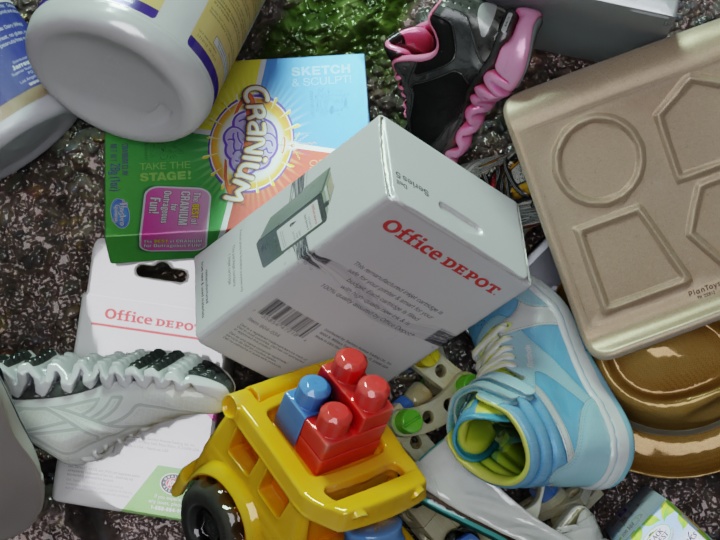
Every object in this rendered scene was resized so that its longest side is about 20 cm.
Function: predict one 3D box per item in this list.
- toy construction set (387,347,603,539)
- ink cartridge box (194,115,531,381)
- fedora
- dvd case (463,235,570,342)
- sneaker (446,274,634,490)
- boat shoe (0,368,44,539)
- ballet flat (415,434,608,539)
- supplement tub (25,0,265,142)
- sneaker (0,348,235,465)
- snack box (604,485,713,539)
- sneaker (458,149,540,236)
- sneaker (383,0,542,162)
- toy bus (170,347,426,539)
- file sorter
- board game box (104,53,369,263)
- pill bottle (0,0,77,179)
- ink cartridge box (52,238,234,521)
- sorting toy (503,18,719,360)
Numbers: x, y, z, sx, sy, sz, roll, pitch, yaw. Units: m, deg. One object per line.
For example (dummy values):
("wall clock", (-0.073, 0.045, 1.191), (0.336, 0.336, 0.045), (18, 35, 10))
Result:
("toy construction set", (0.078, 0.144, 1.637), (0.200, 0.092, 0.131), (43, 64, -3))
("ink cartridge box", (0.000, 0.000, 1.565), (0.200, 0.145, 0.084), (-36, 41, 31))
("fedora", (0.231, 0.060, 1.607), (0.200, 0.082, 0.201), (0, 87, 3))
("dvd case", (0.196, 0.023, 1.666), (0.150, 0.025, 0.200), (45, 89, 5))
("sneaker", (0.099, 0.074, 1.565), (0.200, 0.131, 0.080), (56, 132, 33))
("boat shoe", (-0.272, 0.100, 1.556), (0.075, 0.200, 0.093), (-11, 47, -8))
("ballet flat", (0.128, 0.182, 1.573), (0.200, 0.069, 0.069), (33, 88, -8))
("supplement tub", (-0.143, -0.211, 1.608), (0.145, 0.145, 0.200), (22, 60, 4))
("sneaker", (-0.183, 0.099, 1.587), (0.200, 0.075, 0.081), (-1, 96, 20))
("snack box", (0.245, 0.222, 1.563), (0.142, 0.200, 0.053), (42, 90, 4))
("sneaker", (0.114, -0.064, 1.636), (0.200, 0.082, 0.078), (-17, 70, 11))
("sneaker", (0.056, -0.143, 1.603), (0.095, 0.200, 0.079), (22, 57, -10))
("toy bus", (-0.017, 0.156, 1.526), (0.136, 0.192, 0.200), (-16, 57, -37))
("file sorter", (0.163, -0.235, 1.597), (0.139, 0.200, 0.125), (12, 85, 3))
("board game box", (-0.091, -0.085, 1.643), (0.200, 0.040, 0.153), (-4, 61, -1))
("pill bottle", (-0.311, -0.171, 1.655), (0.116, 0.116, 0.200), (-36, 85, 0))
("ink cartridge box", (-0.157, 0.082, 1.655), (0.117, 0.067, 0.200), (9, 87, 5))
("sorting toy", (0.216, -0.058, 1.554), (0.185, 0.036, 0.200), (-20, 95, -1))
